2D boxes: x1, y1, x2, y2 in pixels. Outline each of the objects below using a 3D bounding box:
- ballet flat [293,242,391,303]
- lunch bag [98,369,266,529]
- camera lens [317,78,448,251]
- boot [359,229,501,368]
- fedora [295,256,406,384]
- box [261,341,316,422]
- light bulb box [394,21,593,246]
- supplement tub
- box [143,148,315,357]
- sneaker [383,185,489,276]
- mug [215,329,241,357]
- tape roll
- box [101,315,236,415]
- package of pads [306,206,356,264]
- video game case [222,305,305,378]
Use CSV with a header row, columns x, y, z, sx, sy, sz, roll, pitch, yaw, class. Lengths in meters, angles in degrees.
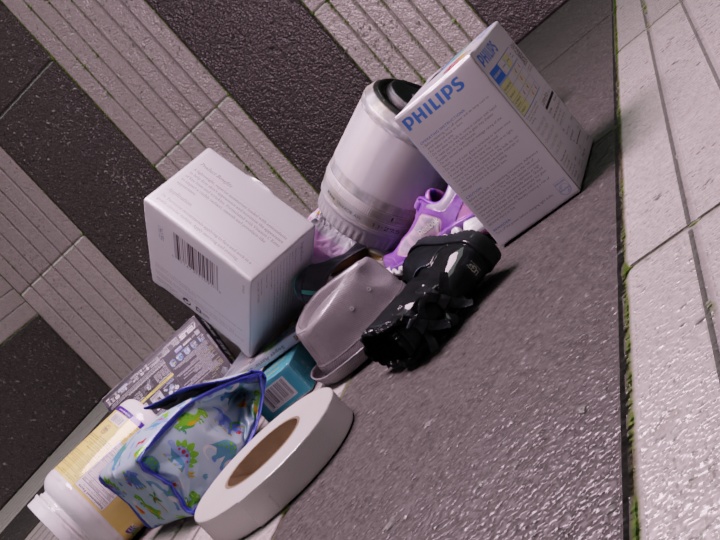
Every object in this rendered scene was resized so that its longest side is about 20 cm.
x,y,z,sx,sy,sz,roll,pitch,yaw,class
0.000,0.000,1.451,0.200,0.073,0.073,-25,-4,-37,ballet flat
-0.215,0.213,1.340,0.200,0.127,0.170,-47,10,-33,lunch bag
0.046,-0.147,1.435,0.200,0.160,0.160,-62,-2,29,camera lens
0.061,0.037,1.173,0.162,0.073,0.198,-49,10,-20,boot
-0.009,0.051,1.339,0.200,0.090,0.177,-45,9,-22,fedora
-0.093,0.131,1.470,0.082,0.049,0.200,-39,9,17,box
0.167,-0.170,1.275,0.125,0.200,0.198,-37,9,27,light bulb box
-0.340,0.293,1.450,0.200,0.145,0.145,-45,9,-19,supplement tub
-0.180,-0.023,1.452,0.131,0.199,0.200,-43,-21,-29,box
0.096,-0.058,1.369,0.080,0.089,0.200,-22,-7,-42,sneaker
-0.231,0.175,1.737,0.177,0.134,0.200,-1,-27,-39,mug
-0.093,0.206,1.122,0.203,0.037,0.203,-41,8,7,tape roll
-0.269,0.192,1.584,0.200,0.161,0.049,-42,-20,5,box
-0.057,-0.002,1.598,0.076,0.120,0.200,-54,0,-37,package of pads
-0.110,0.093,1.499,0.200,0.018,0.143,-36,9,20,video game case
